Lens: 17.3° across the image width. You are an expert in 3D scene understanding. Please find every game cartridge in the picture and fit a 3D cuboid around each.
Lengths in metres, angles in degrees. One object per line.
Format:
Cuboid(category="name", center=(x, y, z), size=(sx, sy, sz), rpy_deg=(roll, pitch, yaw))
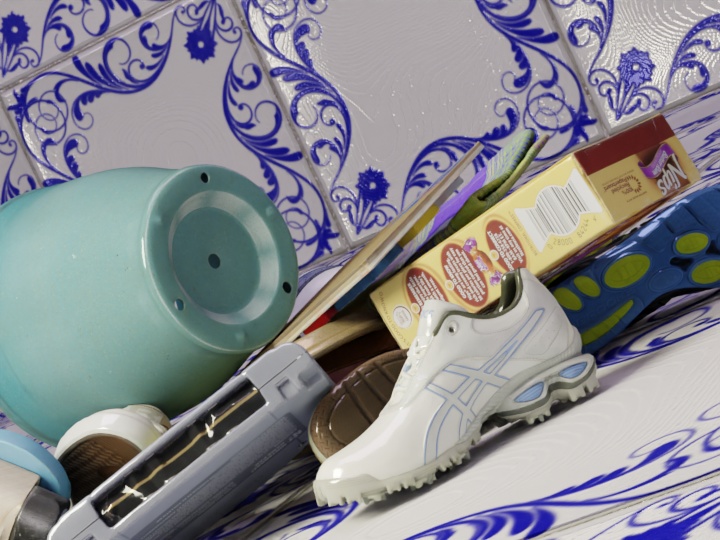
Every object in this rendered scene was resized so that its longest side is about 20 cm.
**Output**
Cuboid(category="game cartridge", center=(-0.100, 0.127, 1.497), size=(0.200, 0.040, 0.133), rpy_deg=(-38, -20, -2))

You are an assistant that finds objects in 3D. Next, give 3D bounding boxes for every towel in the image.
Cuboid(category="towel", center=(0.045, -0.020, 1.708), size=(0.200, 0.023, 0.144), rpy_deg=(-41, 4, 35))

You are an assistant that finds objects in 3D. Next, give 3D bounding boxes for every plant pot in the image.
Cuboid(category="plant pot", center=(-0.149, 0.013, 1.672), size=(0.188, 0.200, 0.200), rpy_deg=(-21, 6, 46))

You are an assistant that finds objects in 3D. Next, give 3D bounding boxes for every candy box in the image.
Cuboid(category="candy box", center=(0.112, -0.022, 1.546), size=(0.200, 0.057, 0.117), rpy_deg=(-37, -8, 39))

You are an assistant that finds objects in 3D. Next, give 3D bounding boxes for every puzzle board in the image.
Cuboid(category="puzzle board", center=(0.000, 0.000, 1.638), size=(0.151, 0.017, 0.200), rpy_deg=(-46, 3, -39))

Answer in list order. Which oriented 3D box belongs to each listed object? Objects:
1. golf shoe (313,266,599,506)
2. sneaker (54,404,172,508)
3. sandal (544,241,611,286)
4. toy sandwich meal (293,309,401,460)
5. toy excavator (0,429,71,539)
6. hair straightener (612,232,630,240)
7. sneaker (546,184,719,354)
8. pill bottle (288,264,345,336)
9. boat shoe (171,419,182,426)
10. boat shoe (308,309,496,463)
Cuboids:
Cuboid(category="golf shoe", center=(0.043, 0.070, 1.426), size=(0.200, 0.097, 0.078), rpy_deg=(-29, 7, -26))
Cuboid(category="sneaker", center=(-0.161, 0.115, 1.586), size=(0.200, 0.073, 0.085), rpy_deg=(115, 175, -66))
Cuboid(category="sandal", center=(0.096, 0.001, 1.761), size=(0.200, 0.079, 0.087), rpy_deg=(-33, 45, 17))
Cuboid(category="toy sandwich meal", center=(-0.034, 0.098, 1.637), size=(0.205, 0.070, 0.205), rpy_deg=(-32, -10, -6))
Cuboid(category="toy excavator", center=(-0.236, 0.175, 1.565), size=(0.200, 0.100, 0.195), rpy_deg=(-58, -11, -65))
Cuboid(category="hair straightener", center=(0.223, -0.012, 1.809), size=(0.077, 0.041, 0.200), rpy_deg=(-10, -1, -42))
Cuboid(category="sneaker", center=(0.197, -0.004, 1.622), size=(0.199, 0.071, 0.083), rpy_deg=(-28, 10, -4))
Cuboid(category="pill bottle", center=(-0.010, 0.051, 1.907), size=(0.111, 0.111, 0.200), rpy_deg=(-26, 3, -9))
Cuboid(category="boat shoe", center=(-0.176, 0.157, 1.794), size=(0.073, 0.063, 0.201), rpy_deg=(-13, -3, -36))
Cuboid(category="boat shoe", center=(0.046, 0.085, 1.520), size=(0.200, 0.072, 0.076), rpy_deg=(-21, -13, -29))
